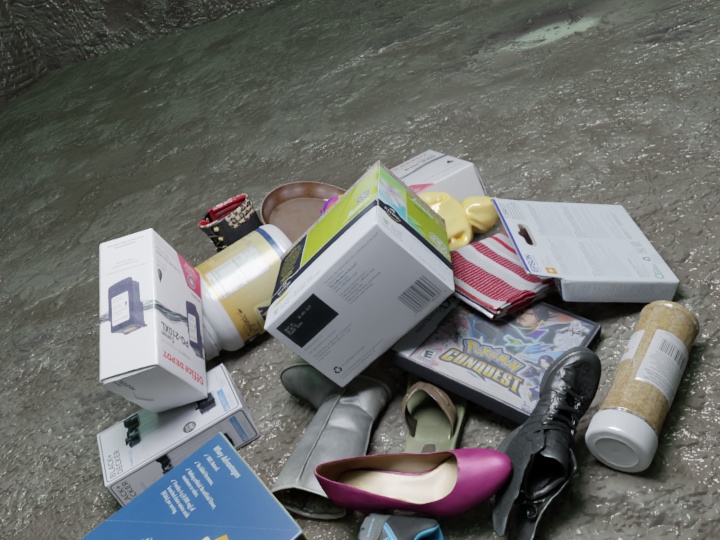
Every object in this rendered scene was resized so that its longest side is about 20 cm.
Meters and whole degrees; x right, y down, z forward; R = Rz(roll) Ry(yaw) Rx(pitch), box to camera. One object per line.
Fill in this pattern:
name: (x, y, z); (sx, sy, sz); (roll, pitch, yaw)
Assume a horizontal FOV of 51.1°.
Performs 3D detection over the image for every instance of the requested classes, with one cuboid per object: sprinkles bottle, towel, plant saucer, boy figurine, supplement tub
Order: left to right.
supplement tub: (-0.186, 0.035, 1.173); (0.200, 0.145, 0.144); (-34, 34, -14)
plant saucer: (-0.076, -0.083, 1.303); (0.200, 0.035, 0.200); (9, 41, -8)
boy figurine: (0.113, -0.065, 1.102); (0.200, 0.064, 0.125); (-25, 69, -6)
towel: (0.195, -0.005, 1.013); (0.200, 0.023, 0.144); (-21, 38, -35)
sprinkles bottle: (0.310, 0.121, 0.817); (0.068, 0.068, 0.200); (6, 43, 38)

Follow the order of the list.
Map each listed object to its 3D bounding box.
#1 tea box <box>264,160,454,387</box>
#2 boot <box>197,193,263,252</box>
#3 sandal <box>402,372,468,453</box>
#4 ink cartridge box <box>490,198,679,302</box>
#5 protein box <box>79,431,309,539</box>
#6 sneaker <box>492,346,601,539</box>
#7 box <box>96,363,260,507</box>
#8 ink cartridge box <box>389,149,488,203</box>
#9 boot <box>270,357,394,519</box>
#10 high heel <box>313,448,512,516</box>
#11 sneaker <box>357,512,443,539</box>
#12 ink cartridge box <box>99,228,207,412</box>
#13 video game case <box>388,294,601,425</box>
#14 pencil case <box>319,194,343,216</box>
tea box: (0.000, 0.000, 0.955); (0.200, 0.134, 0.197); (-42, 21, 23)
boot: (-0.231, -0.023, 1.275); (0.200, 0.151, 0.073); (-35, 35, -15)
sandal: (0.084, 0.172, 0.893); (0.080, 0.057, 0.201); (-13, 36, 19)
ink cartridge box: (0.285, -0.029, 0.998); (0.199, 0.041, 0.200); (3, 34, -7)
protein box: (-0.157, 0.315, 0.771); (0.200, 0.135, 0.198); (-36, 35, -18)
sneaker: (0.195, 0.175, 0.766); (0.200, 0.060, 0.104); (-56, 8, 4)
box: (-0.249, 0.225, 1.023); (0.200, 0.060, 0.117); (-29, 33, -8)
ink cartridge box: (0.102, -0.124, 1.237); (0.145, 0.085, 0.200); (-27, 19, -7)
boot: (-0.060, 0.205, 0.938); (0.181, 0.073, 0.200); (-1, 45, 31)
high heel: (0.051, 0.211, 0.774); (0.200, 0.096, 0.068); (-25, 42, 26)
sneaker: (0.028, 0.316, 0.713); (0.082, 0.073, 0.200); (-9, 36, 21)
ink cartridge box: (-0.276, 0.070, 1.006); (0.084, 0.145, 0.200); (-16, 61, 9)
video game case: (0.166, 0.089, 0.927); (0.200, 0.026, 0.181); (22, 45, 30)
pencil case: (-0.023, -0.035, 1.175); (0.088, 0.088, 0.200); (-16, 40, 11)
